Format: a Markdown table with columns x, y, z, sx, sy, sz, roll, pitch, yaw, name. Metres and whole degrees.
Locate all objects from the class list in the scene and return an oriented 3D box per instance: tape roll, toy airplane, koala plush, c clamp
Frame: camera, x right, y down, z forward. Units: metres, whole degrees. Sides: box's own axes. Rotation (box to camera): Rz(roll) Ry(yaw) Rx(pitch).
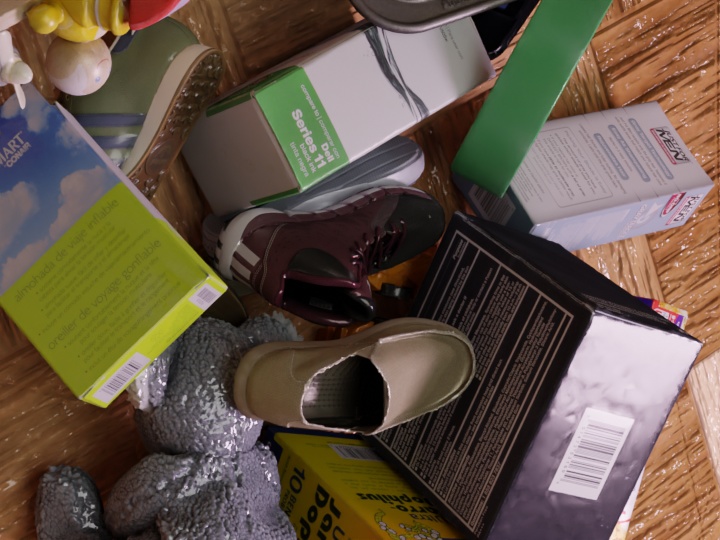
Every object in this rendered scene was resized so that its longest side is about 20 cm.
| x | y | z | sx | sy | sz | roll | pitch | yaw | name |
| --- | --- | --- | --- | --- | --- | --- | --- | --- | --- |
| 0.137 | -0.153 | 1.501 | 0.048 | 0.200 | 0.201 | 29 | 77 | 2 | tape roll |
| -0.211 | -0.183 | 1.303 | 0.199 | 0.199 | 0.142 | -18 | 114 | -14 | toy airplane |
| -0.116 | 0.126 | 1.403 | 0.177 | 0.184 | 0.201 | 5 | 97 | -36 | koala plush |
| 0.042 | -0.253 | 1.433 | 0.199 | 0.027 | 0.171 | -15 | 67 | -20 | c clamp |

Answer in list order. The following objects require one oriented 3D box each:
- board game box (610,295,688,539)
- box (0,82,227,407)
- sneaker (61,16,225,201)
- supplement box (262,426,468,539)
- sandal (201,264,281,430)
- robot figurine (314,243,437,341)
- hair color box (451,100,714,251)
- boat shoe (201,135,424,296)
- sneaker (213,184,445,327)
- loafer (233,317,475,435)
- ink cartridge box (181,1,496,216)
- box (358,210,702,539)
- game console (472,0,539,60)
| x | y | z | sx | sy | sz | roll | pitch | yaw | name |
| --- | --- | --- | --- | --- | --- | --- | --- | --- | --- |
| 0.182 | 0.115 | 1.636 | 0.046 | 0.151 | 0.201 | 19 | 85 | -35 | board game box |
| -0.200 | -0.019 | 1.334 | 0.122 | 0.200 | 0.048 | -44 | 160 | 1 | box |
| -0.183 | -0.098 | 1.407 | 0.200 | 0.090 | 0.067 | -56 | 161 | 14 | sneaker |
| 0.002 | 0.213 | 1.479 | 0.109 | 0.200 | 0.109 | 9 | 108 | -36 | supplement box |
| -0.106 | 0.052 | 1.482 | 0.080 | 0.054 | 0.200 | -36 | 133 | 9 | sandal |
| 0.063 | 0.037 | 1.599 | 0.200 | 0.058 | 0.145 | 12 | 90 | -35 | robot figurine |
| 0.187 | -0.075 | 1.640 | 0.200 | 0.061 | 0.099 | -13 | 60 | -33 | hair color box |
| -0.037 | -0.046 | 1.522 | 0.200 | 0.072 | 0.062 | -25 | 131 | -24 | boat shoe |
| 0.000 | 0.000 | 1.449 | 0.200 | 0.116 | 0.076 | -12 | 127 | -31 | sneaker |
| 0.007 | 0.082 | 1.378 | 0.200 | 0.068 | 0.076 | -8 | 113 | -34 | loafer |
| -0.020 | -0.127 | 1.455 | 0.200 | 0.146 | 0.083 | -32 | 100 | -28 | ink cartridge box |
| 0.124 | 0.090 | 1.483 | 0.123 | 0.198 | 0.200 | 16 | 104 | -35 | box |
| 0.075 | -0.294 | 1.531 | 0.200 | 0.176 | 0.116 | -55 | 153 | -15 | game console |
